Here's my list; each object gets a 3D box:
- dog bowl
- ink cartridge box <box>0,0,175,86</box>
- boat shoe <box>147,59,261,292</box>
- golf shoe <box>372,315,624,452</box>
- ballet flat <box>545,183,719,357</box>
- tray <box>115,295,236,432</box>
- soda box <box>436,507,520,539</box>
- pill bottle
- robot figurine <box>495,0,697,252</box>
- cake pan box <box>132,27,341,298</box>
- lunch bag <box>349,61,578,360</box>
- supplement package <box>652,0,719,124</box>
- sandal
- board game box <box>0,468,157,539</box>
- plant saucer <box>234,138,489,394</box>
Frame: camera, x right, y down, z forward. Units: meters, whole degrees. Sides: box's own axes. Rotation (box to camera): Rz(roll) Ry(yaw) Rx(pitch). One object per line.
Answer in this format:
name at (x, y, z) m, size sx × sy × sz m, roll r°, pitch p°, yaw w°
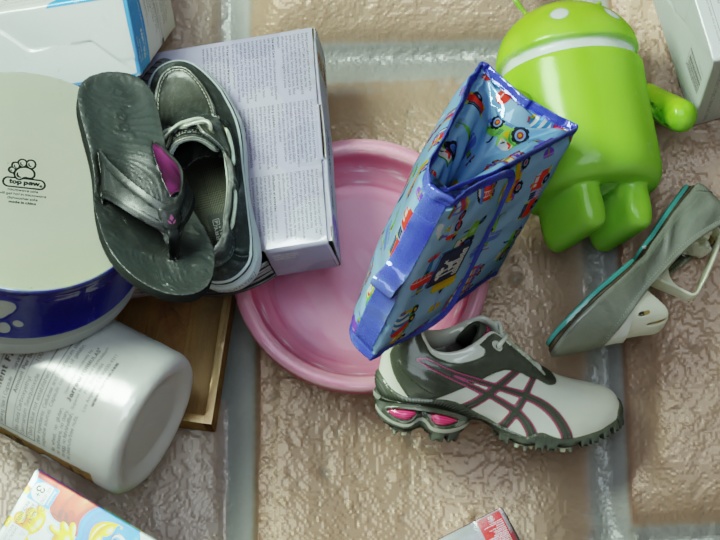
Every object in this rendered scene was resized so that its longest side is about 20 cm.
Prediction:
dog bowl at (-0.249, -0.044, 1.631) m, size 0.199 × 0.079 × 0.201 m, roll 8°, pitch 54°, yaw -11°
ink cartridge box at (-0.213, -0.200, 1.768) m, size 0.115 × 0.200 × 0.068 m, roll -7°, pitch 109°, yaw 9°
boat shoe at (-0.117, -0.082, 1.666) m, size 0.072 × 0.071 × 0.201 m, roll -22°, pitch 61°, yaw 2°
golf shoe at (0.109, 0.083, 1.685) m, size 0.199 × 0.077 × 0.089 m, roll 6°, pitch 107°, yaw -17°
ballet flat at (0.221, 0.010, 1.714) m, size 0.064 × 0.067 × 0.200 m, roll 41°, pitch 61°, yaw 7°
tray at (-0.147, 0.019, 1.764) m, size 0.098 × 0.037 × 0.201 m, roll 7°, pitch 75°, yaw 5°
soda box at (0.032, 0.252, 1.677) m, size 0.199 × 0.070 × 0.064 m, roll -26°, pitch 76°, yaw -4°
pill bottle at (-0.235, 0.073, 1.679) m, size 0.199 × 0.114 × 0.115 m, roll 26°, pitch 78°, yaw 16°
robot figurine at (0.168, -0.118, 1.745) m, size 0.174 × 0.116 × 0.201 m, roll 0°, pitch 72°, yaw -24°
cake pan box at (-0.111, -0.080, 1.732) m, size 0.183 × 0.052 × 0.201 m, roll -11°, pitch 64°, yaw 9°
lunch bag at (0.054, -0.035, 1.611) m, size 0.094 × 0.151 × 0.200 m, roll 34°, pitch 36°, yaw 9°
supplement package at (0.338, -0.228, 1.749) m, size 0.199 × 0.152 × 0.152 m, roll -15°, pitch 75°, yaw -2°
sandal at (-0.157, -0.066, 1.592) m, size 0.075 × 0.048 × 0.201 m, roll -11°, pitch 59°, yaw -22°
board game box at (-0.174, 0.247, 1.670) m, size 0.199 × 0.103 × 0.105 m, roll 29°, pitch 78°, yaw 9°
plant saucer at (0.000, 0.000, 1.753) m, size 0.199 × 0.051 × 0.202 m, roll 0°, pitch 75°, yaw -1°
